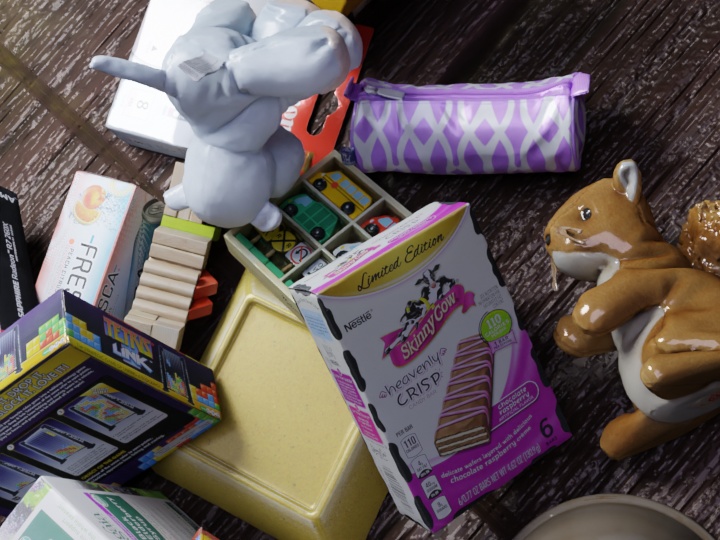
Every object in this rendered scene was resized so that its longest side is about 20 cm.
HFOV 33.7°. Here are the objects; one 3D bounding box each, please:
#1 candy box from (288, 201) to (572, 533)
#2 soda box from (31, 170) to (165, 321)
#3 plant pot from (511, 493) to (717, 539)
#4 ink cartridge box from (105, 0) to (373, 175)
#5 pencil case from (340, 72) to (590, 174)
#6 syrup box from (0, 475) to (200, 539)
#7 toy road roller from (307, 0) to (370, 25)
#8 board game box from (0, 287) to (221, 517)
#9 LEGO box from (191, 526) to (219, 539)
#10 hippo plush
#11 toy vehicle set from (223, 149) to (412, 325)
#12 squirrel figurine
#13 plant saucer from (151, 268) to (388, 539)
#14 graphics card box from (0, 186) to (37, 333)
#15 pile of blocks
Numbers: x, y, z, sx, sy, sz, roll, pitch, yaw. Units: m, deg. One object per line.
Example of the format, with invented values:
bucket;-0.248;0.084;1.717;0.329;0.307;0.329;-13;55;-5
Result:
candy box;0.054;0.068;0.868;0.136;0.061;0.201;-31;104;-18
soda box;-0.236;0.021;1.024;0.063;0.068;0.201;15;81;19
plant pot;0.170;0.246;0.807;0.199;0.174;0.201;-4;75;15
ink cartridge box;-0.109;-0.173;1.052;0.199;0.057;0.163;15;80;22
pencil case;0.086;-0.123;0.968;0.199;0.086;0.084;1;44;12
syrup box;-0.188;0.215;0.893;0.079;0.200;0.082;35;87;21
toy road roller;-0.028;-0.287;0.969;0.146;0.200;0.123;42;74;-4
board game box;-0.237;0.116;0.924;0.200;0.165;0.057;-33;47;19
LEGO box;-0.080;0.311;0.865;0.200;0.077;0.149;37;87;-6
hippo plush;-0.079;-0.111;0.923;0.159;0.200;0.161;8;119;20
toy vehicle set;0.000;0.000;0.960;0.124;0.027;0.200;-40;63;-17
squirrel figurine;0.236;0.009;0.889;0.199;0.142;0.187;-19;61;-5
plant saucer;-0.058;0.111;0.966;0.199;0.048;0.201;24;83;18
graphics card box;-0.335;0.031;1.012;0.125;0.051;0.200;-38;49;22
pile of blocks;-0.147;0.002;1.003;0.062;0.082;0.201;14;68;0
